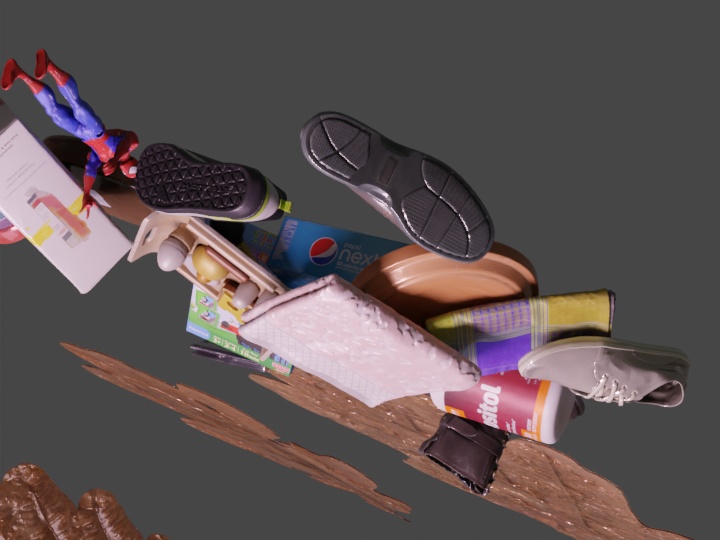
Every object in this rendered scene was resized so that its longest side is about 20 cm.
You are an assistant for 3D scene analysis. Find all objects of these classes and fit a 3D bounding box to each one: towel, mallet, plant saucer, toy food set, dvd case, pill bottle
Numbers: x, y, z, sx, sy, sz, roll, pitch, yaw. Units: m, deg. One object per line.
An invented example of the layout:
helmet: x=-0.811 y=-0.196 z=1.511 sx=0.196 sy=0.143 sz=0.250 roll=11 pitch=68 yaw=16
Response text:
towel: x=-0.004 y=0.079 z=1.263 sx=0.199 sy=0.033 sz=0.190 roll=32 pitch=150 yaw=-26
towel: x=0.165 y=0.069 z=1.266 sx=0.197 sy=0.023 sz=0.144 roll=-7 pitch=150 yaw=1
mallet: x=-0.110 y=0.009 z=1.421 sx=0.201 sy=0.041 sz=0.066 roll=57 pitch=-179 yaw=-17
plant saucer: x=0.085 y=0.035 z=1.253 sx=0.197 sy=0.033 sz=0.201 roll=-5 pitch=147 yaw=-3
plant saucer: x=-0.298 y=-0.101 z=1.489 sx=0.197 sy=0.030 sz=0.200 roll=20 pitch=164 yaw=6
toy food set: x=-0.168 y=0.020 z=1.376 sx=0.199 sy=0.061 sz=0.144 roll=38 pitch=154 yaw=-3
dvd case: x=-0.114 y=0.099 z=1.697 sx=0.147 sy=0.016 sz=0.199 roll=9 pitch=-164 yaw=41
pill bottle: x=0.154 y=0.126 z=1.466 sx=0.197 sy=0.114 sz=0.113 roll=15 pitch=163 yaw=22

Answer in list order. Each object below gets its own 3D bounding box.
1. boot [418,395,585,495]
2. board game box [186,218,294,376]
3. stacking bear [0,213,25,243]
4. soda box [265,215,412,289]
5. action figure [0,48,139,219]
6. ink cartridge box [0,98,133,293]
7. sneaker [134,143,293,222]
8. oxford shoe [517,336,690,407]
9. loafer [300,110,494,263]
boot: x=0.180 y=0.203 z=1.565 sx=0.198 sy=0.176 sz=0.069 roll=26 pitch=163 yaw=-15
board game box: x=-0.133 y=0.030 z=1.514 sx=0.149 sy=0.037 sz=0.201 roll=23 pitch=136 yaw=6
stacking bear: x=-0.473 y=-0.130 z=1.497 sx=0.120 sy=0.115 sz=0.200 roll=12 pitch=156 yaw=29
soda box: x=0.000 y=0.000 z=1.358 sx=0.197 sy=0.065 sz=0.068 roll=14 pitch=162 yaw=25
action figure: x=-0.288 y=-0.129 z=1.264 sx=0.064 sy=0.100 sz=0.200 roll=-10 pitch=154 yaw=22
ink cartridge box: x=-0.359 y=-0.088 z=1.361 sx=0.201 sy=0.083 sz=0.145 roll=53 pitch=170 yaw=-34
sneaker: x=-0.155 y=-0.081 z=1.291 sx=0.198 sy=0.073 sz=0.082 roll=18 pitch=180 yaw=38
oxford shoe: x=0.258 y=0.109 z=1.272 sx=0.197 sy=0.059 sz=0.075 roll=7 pitch=151 yaw=-19
loafer: x=0.033 y=-0.079 z=1.095 sx=0.199 sy=0.072 sz=0.063 roll=34 pitch=-179 yaw=-14
